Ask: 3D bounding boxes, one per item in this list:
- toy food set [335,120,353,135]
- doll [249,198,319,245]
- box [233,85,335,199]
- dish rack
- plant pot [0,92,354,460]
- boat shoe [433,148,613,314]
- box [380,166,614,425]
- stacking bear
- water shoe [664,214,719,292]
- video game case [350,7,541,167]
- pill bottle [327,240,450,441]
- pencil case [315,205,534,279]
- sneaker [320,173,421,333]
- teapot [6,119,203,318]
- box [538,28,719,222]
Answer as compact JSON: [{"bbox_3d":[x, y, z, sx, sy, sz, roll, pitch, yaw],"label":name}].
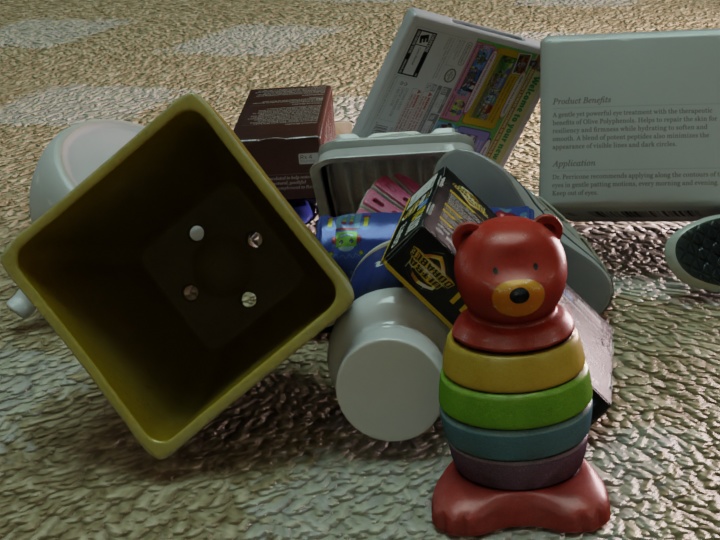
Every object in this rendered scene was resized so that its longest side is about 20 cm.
[{"bbox_3d":[-0.051,-0.146,1.897,0.142,0.061,0.200,-9,20,-14],"label":"toy food set"},{"bbox_3d":[-0.084,-0.070,1.702,0.135,0.049,0.200,4,21,19],"label":"doll"},{"bbox_3d":[-0.082,-0.143,1.719,0.099,0.076,0.200,-2,21,5],"label":"box"},{"bbox_3d":[0.040,-0.089,1.562,0.170,0.044,0.200,-2,-21,4],"label":"dish rack"},{"bbox_3d":[-0.124,0.001,1.225,0.194,0.196,0.200,-39,-2,6],"label":"plant pot"},{"bbox_3d":[0.151,-0.037,1.412,0.200,0.072,0.066,38,16,7],"label":"boat shoe"},{"bbox_3d":[0.112,0.022,1.207,0.049,0.200,0.160,-44,8,19],"label":"box"},{"bbox_3d":[0.103,0.062,1.049,0.120,0.202,0.114,-3,19,4],"label":"stacking bear"},{"bbox_3d":[0.361,-0.018,1.466,0.199,0.072,0.079,-9,-3,-23],"label":"water shoe"},{"bbox_3d":[0.089,-0.163,1.608,0.181,0.201,0.022,10,33,-28],"label":"video game case"},{"bbox_3d":[0.033,0.054,1.224,0.110,0.112,0.200,-1,19,7],"label":"pill bottle"},{"bbox_3d":[0.060,-0.012,1.350,0.198,0.087,0.079,-1,64,7],"label":"pencil case"},{"bbox_3d":[0.000,0.000,1.461,0.073,0.088,0.200,25,50,13],"label":"sneaker"},{"bbox_3d":[-0.238,-0.043,1.526,0.199,0.147,0.198,11,39,-23],"label":"teapot"},{"bbox_3d":[0.290,-0.138,1.549,0.197,0.173,0.200,0,-2,18],"label":"box"}]
